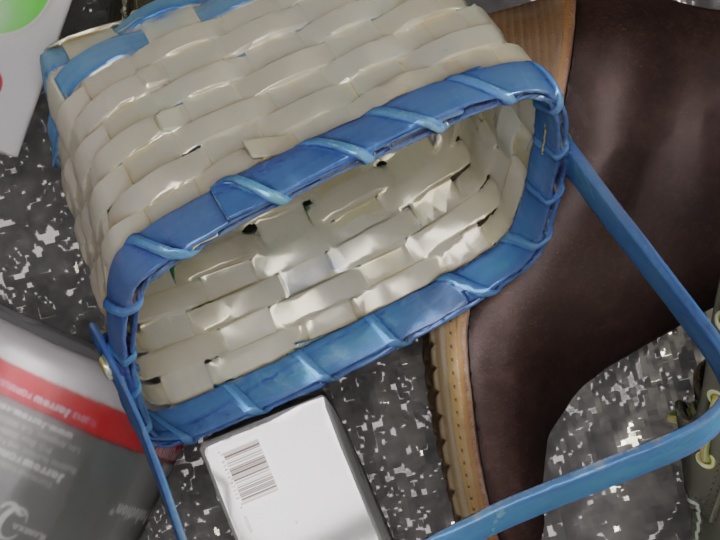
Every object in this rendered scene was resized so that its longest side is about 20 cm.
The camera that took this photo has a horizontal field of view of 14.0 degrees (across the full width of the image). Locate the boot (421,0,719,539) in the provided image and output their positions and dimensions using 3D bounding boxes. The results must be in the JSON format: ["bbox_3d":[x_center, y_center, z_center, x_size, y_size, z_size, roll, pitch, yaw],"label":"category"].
[{"bbox_3d":[0.104,0.002,1.020,0.165,0.072,0.201,-3,90,-2],"label":"boot"}]

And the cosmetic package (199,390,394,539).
[{"bbox_3d":[0.005,0.142,1.013,0.050,0.083,0.201,-22,90,-3],"label":"cosmetic package"}]

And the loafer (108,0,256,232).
[{"bbox_3d":[-0.053,-0.111,1.022,0.075,0.070,0.201,1,89,0],"label":"loafer"}]

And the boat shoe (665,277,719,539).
[{"bbox_3d":[0.139,0.044,0.981,0.060,0.202,0.072,35,52,22],"label":"boat shoe"}]

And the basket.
[{"bbox_3d":[0.000,0.000,0.914,0.176,0.139,0.201,-22,59,-10],"label":"basket"}]

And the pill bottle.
[{"bbox_3d":[-0.145,0.113,0.996,0.113,0.114,0.201,24,89,0],"label":"pill bottle"}]

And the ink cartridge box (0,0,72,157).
[{"bbox_3d":[-0.164,-0.157,0.964,0.146,0.146,0.201,19,90,-25],"label":"ink cartridge box"}]
